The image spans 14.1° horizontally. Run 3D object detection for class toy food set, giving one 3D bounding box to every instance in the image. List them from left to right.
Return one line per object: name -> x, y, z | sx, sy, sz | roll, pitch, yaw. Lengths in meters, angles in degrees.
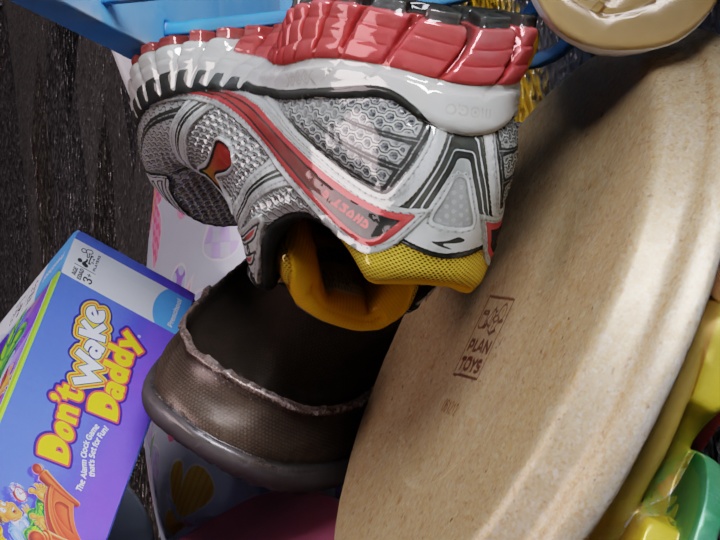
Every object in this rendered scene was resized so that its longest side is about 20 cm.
toy food set -> 0.051, 0.029, 0.771 | 0.200, 0.049, 0.198 | -30, 36, 66

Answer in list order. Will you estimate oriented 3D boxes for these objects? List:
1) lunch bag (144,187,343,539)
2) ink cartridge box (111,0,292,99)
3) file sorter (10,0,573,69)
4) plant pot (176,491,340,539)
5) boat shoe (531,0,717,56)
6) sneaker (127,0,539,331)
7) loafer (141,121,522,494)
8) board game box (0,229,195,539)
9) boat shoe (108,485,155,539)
lunch bag -> -0.019, 0.028, 1.048 | 0.200, 0.127, 0.170 | 90, 177, -79
ink cartridge box -> -0.056, -0.169, 1.052 | 0.068, 0.115, 0.201 | 2, -116, -63
file sorter -> -0.015, -0.134, 0.841 | 0.200, 0.122, 0.139 | 22, -114, -71
plant pot -> -0.048, 0.193, 0.871 | 0.200, 0.179, 0.200 | 34, 140, 35
boat shoe -> 0.067, -0.140, 0.781 | 0.069, 0.071, 0.201 | 105, 167, -67
sneaker -> -0.017, -0.025, 0.800 | 0.200, 0.078, 0.082 | 174, 101, -71
loafer -> 0.000, 0.000, 0.894 | 0.200, 0.073, 0.071 | -41, -24, -55
board game box -> -0.131, 0.094, 0.931 | 0.200, 0.045, 0.135 | -45, 20, 48
boat shoe -> -0.108, 0.170, 1.004 | 0.068, 0.073, 0.200 | -33, 58, 46
